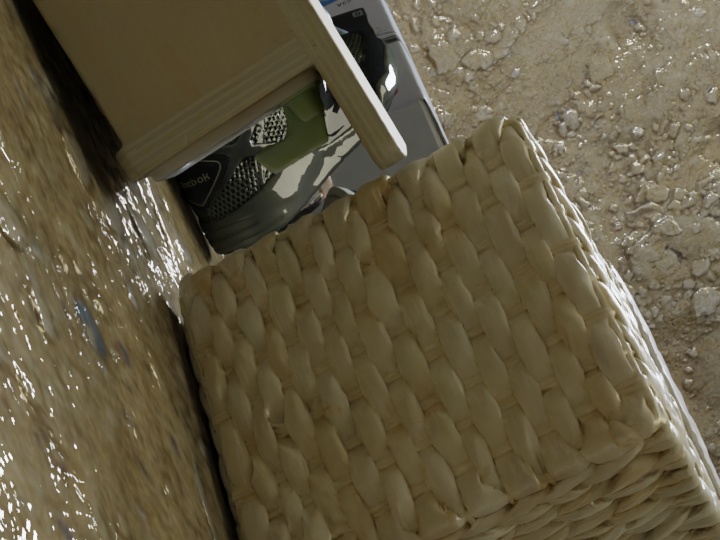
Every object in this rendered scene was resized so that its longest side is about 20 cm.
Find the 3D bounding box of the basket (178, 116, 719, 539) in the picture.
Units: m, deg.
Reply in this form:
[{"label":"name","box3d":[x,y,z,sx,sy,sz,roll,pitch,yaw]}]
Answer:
[{"label":"basket","box3d":[0.043,0.076,0.761,0.161,0.197,0.201,53,13,-50]}]

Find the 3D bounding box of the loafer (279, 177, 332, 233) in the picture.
[{"label":"loafer","box3d":[-0.078,-0.120,1.044,0.072,0.063,0.201,3,-61,56]}]

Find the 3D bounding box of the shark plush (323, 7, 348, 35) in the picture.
[{"label":"shark plush","box3d":[-0.070,-0.186,1.191,0.200,0.091,0.083,51,-9,45]}]

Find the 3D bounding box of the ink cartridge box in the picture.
[{"label":"ink cartridge box","box3d":[-0.027,-0.122,1.237,0.200,0.144,0.084,-109,173,-49]}]

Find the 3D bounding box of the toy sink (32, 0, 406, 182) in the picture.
[{"label":"toy sink","box3d":[-0.077,-0.111,0.788,0.201,0.112,0.130,58,5,-5]}]

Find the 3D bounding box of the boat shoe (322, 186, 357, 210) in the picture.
[{"label":"boat shoe","box3d":[0.000,0.000,1.079,0.200,0.061,0.075,114,-19,-68]}]

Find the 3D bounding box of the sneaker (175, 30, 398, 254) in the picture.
[{"label":"sneaker","box3d":[-0.050,-0.108,0.971,0.115,0.076,0.200,58,45,-19]}]
